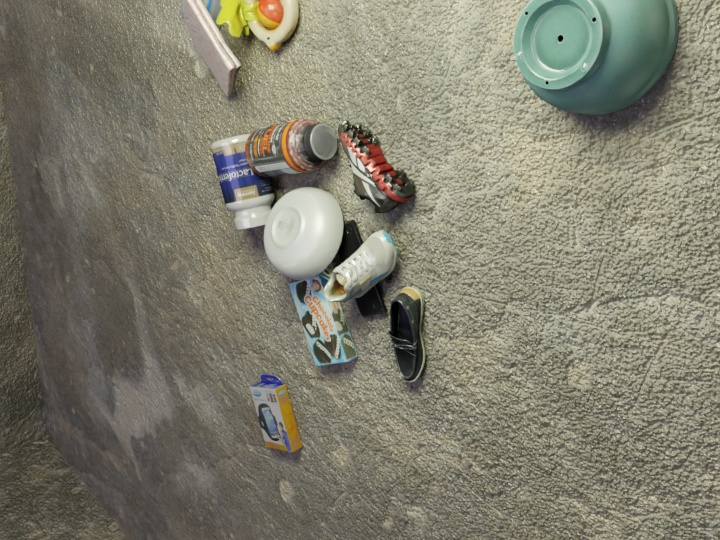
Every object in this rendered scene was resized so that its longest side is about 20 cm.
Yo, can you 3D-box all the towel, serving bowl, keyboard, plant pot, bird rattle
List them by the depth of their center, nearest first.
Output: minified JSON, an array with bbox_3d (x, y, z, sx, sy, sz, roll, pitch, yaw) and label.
[{"bbox_3d":[0.282,-0.299,0.807,0.200,0.134,0.201,19,118,40],"label":"plant pot"},{"bbox_3d":[-0.183,-0.538,1.241,0.163,0.113,0.200,49,121,4],"label":"bird rattle"},{"bbox_3d":[0.013,-0.008,1.272,0.127,0.021,0.200,-18,93,48],"label":"keyboard"},{"bbox_3d":[-0.133,-0.083,1.296,0.200,0.066,0.200,-11,72,36],"label":"serving bowl"},{"bbox_3d":[-0.320,-0.485,1.332,0.191,0.032,0.200,59,167,-8],"label":"towel"}]

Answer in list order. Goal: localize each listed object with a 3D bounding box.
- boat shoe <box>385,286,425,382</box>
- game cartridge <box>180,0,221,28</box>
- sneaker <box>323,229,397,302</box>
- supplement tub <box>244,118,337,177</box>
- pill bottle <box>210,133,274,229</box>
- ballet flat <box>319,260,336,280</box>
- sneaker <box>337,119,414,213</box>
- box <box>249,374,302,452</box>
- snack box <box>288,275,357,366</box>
[{"bbox_3d":[0.086,0.131,1.219,0.075,0.062,0.200,18,119,38],"label":"boat shoe"},{"bbox_3d":[-0.345,-0.637,1.384,0.133,0.040,0.200,35,128,26],"label":"game cartridge"},{"bbox_3d":[0.000,0.000,1.214,0.077,0.081,0.200,55,135,18],"label":"sneaker"},{"bbox_3d":[-0.139,-0.250,1.271,0.200,0.107,0.107,1,105,44],"label":"supplement tub"},{"bbox_3d":[-0.257,-0.198,1.401,0.116,0.116,0.200,-3,103,46],"label":"pill bottle"},{"bbox_3d":[-0.111,-0.044,1.353,0.200,0.072,0.072,31,125,33],"label":"ballet flat"},{"bbox_3d":[0.011,-0.188,1.166,0.201,0.071,0.098,53,132,15],"label":"sneaker"},{"bbox_3d":[-0.226,0.373,1.641,0.119,0.041,0.200,-7,102,46],"label":"box"},{"bbox_3d":[-0.085,0.111,1.401,0.116,0.037,0.200,-16,93,47],"label":"snack box"}]
